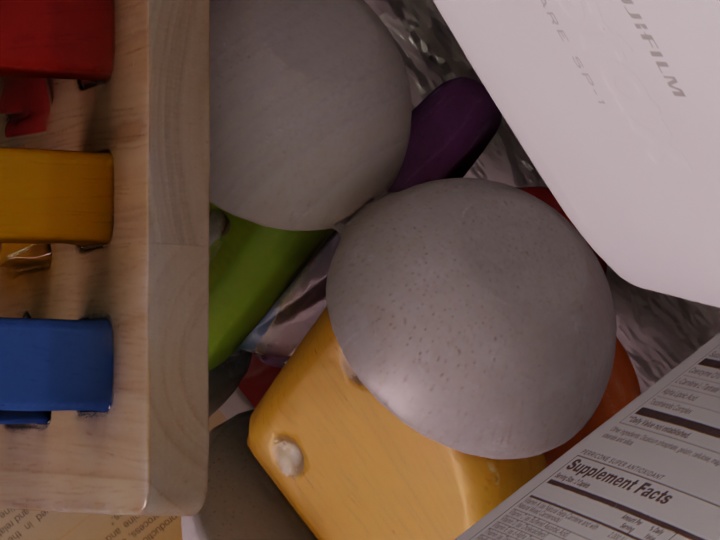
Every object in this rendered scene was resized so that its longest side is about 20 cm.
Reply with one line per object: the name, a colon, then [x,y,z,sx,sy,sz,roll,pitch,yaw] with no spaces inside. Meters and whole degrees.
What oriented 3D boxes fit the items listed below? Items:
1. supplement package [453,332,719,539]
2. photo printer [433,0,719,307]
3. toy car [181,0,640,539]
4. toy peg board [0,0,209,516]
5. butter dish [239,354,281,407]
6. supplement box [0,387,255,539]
supplement package: [0.102,0.122,0.589,0.152,0.200,0.151,58,165,-17]
photo printer: [0.077,-0.064,0.499,0.167,0.069,0.200,58,166,-17]
toy car: [0.000,0.000,0.761,0.200,0.150,0.175,47,138,10]
toy peg board: [-0.127,-0.035,0.703,0.200,0.098,0.200,-7,81,61]
butter dish: [-0.014,0.076,0.978,0.200,0.200,0.148,49,141,15]
supplement box: [-0.083,0.092,0.856,0.200,0.126,0.074,52,167,-1]
